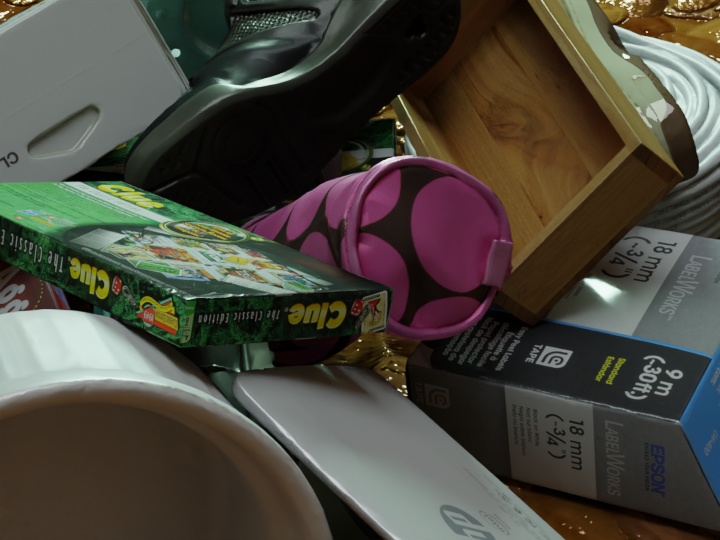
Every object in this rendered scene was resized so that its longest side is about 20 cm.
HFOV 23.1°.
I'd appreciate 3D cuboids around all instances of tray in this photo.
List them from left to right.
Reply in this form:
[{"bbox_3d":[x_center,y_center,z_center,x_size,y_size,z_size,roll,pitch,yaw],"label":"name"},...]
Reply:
[{"bbox_3d":[0.077,-0.072,0.866,0.099,0.037,0.201,-46,34,18],"label":"tray"}]

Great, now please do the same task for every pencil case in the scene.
[{"bbox_3d":[0.000,0.000,0.824,0.093,0.091,0.200,24,-12,-17],"label":"pencil case"}]

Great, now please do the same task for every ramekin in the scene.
[{"bbox_3d":[-0.117,0.113,0.658,0.199,0.202,0.098,-16,26,-15],"label":"ramekin"}]

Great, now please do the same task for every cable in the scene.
[{"bbox_3d":[0.123,-0.069,1.001,0.199,0.070,0.200,17,41,30],"label":"cable"}]

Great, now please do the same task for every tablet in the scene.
[{"bbox_3d":[0.047,0.103,0.682,0.200,0.014,0.130,41,15,21],"label":"tablet"}]

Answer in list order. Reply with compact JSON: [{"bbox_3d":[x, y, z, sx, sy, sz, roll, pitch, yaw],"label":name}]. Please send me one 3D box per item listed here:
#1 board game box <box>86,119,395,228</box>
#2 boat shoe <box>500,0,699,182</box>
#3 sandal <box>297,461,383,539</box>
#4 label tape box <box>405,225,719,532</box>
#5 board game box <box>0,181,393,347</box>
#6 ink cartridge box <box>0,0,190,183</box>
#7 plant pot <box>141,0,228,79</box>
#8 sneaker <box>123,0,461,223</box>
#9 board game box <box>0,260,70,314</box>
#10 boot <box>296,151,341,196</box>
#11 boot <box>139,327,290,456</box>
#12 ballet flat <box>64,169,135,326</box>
[{"bbox_3d":[-0.078,-0.050,1.033,0.198,0.024,0.105,-4,32,4],"label":"board game box"},{"bbox_3d":[0.103,-0.100,0.933,0.076,0.072,0.200,-26,35,-1],"label":"boat shoe"},{"bbox_3d":[0.023,0.122,0.738,0.079,0.058,0.201,-21,36,-21],"label":"sandal"},{"bbox_3d":[0.142,0.045,0.829,0.199,0.064,0.144,11,38,25],"label":"label tape box"},{"bbox_3d":[-0.089,-0.007,0.739,0.104,0.024,0.199,-5,18,-40],"label":"board game box"},{"bbox_3d":[-0.199,-0.088,0.976,0.145,0.083,0.200,-35,14,-21],"label":"ink cartridge box"},{"bbox_3d":[-0.097,-0.208,1.142,0.199,0.202,0.161,-14,43,-11],"label":"plant pot"},{"bbox_3d":[-0.053,-0.102,0.902,0.199,0.076,0.114,-42,44,-16],"label":"sneaker"},{"bbox_3d":[-0.179,0.061,0.860,0.103,0.019,0.200,-37,37,1],"label":"board game box"},{"bbox_3d":[-0.001,-0.120,1.016,0.130,0.068,0.200,-18,31,-2],"label":"boot"},{"bbox_3d":[-0.139,0.037,0.767,0.198,0.073,0.182,2,30,-16],"label":"boot"},{"bbox_3d":[-0.116,0.011,0.907,0.068,0.068,0.201,-7,43,-17],"label":"ballet flat"}]
